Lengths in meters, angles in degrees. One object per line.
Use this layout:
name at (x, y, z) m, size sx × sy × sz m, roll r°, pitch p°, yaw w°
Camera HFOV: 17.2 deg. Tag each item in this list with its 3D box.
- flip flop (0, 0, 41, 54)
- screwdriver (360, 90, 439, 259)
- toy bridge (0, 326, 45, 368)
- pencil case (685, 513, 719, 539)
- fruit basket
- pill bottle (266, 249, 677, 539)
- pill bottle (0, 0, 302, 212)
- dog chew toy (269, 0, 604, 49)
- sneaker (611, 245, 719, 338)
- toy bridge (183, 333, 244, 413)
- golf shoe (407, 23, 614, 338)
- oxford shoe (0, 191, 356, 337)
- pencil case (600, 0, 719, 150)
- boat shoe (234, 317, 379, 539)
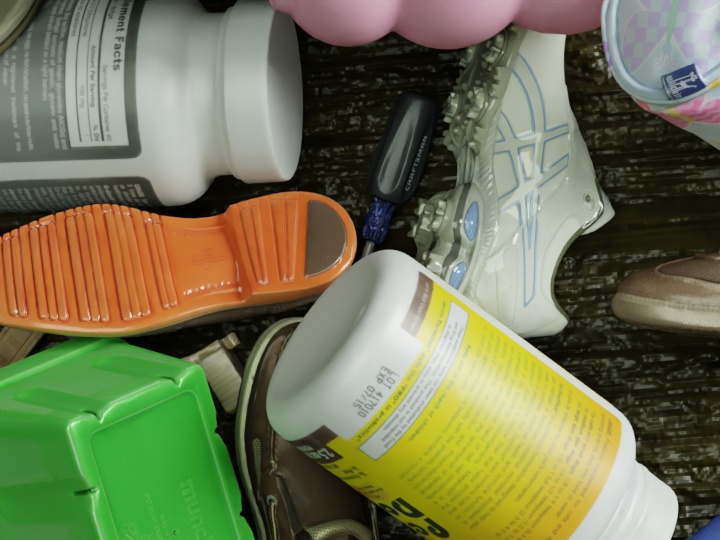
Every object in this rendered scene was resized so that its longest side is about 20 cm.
flip flop at (-0.178, -0.191, 1.195) m, size 0.081 × 0.058 × 0.200 m, roll 33°, pitch 90°, yaw 22°
screwdriver at (0.000, 0.000, 1.263) m, size 0.028 × 0.029 × 0.200 m, roll 19°, pitch 89°, yaw 10°
toy bridge at (-0.220, 0.069, 1.273) m, size 0.027 × 0.067 × 0.200 m, roll 41°, pitch 82°, yaw 9°
pencil case at (0.230, 0.136, 1.191) m, size 0.200 × 0.078 × 0.087 m, roll -37°, pitch 103°, yaw 5°
fruit basket at (-0.160, 0.145, 1.205) m, size 0.215 × 0.155 × 0.216 m, roll 19°, pitch 119°, yaw 38°
pill bottle at (0.059, 0.086, 1.183) m, size 0.200 × 0.109 × 0.109 m, roll 36°, pitch 93°, yaw -16°
pill bottle at (-0.136, -0.089, 1.247) m, size 0.200 × 0.116 × 0.116 m, roll -1°, pitch 86°, yaw 9°
dog chew toy at (0.050, -0.163, 1.141) m, size 0.200 × 0.125 × 0.125 m, roll -16°, pitch 84°, yaw -11°
sneaker at (0.228, -0.002, 1.206) m, size 0.200 × 0.070 × 0.076 m, roll 2°, pitch 86°, yaw 0°
toy bridge at (-0.149, 0.091, 1.275) m, size 0.200 × 0.027 × 0.067 m, roll -34°, pitch 82°, yaw 5°
golf shoe at (0.090, -0.061, 1.241) m, size 0.097 × 0.078 × 0.200 m, roll 16°, pitch 92°, yaw -11°
oxford shoe at (-0.103, 0.008, 1.236) m, size 0.200 × 0.073 × 0.071 m, roll -4°, pitch 70°, yaw -7°
pencil case at (0.197, -0.097, 1.148) m, size 0.091 × 0.200 × 0.083 m, roll -22°, pitch 65°, yaw 28°
boat shoe at (-0.017, 0.126, 1.225) m, size 0.075 × 0.075 × 0.203 m, roll -5°, pitch 93°, yaw -27°
